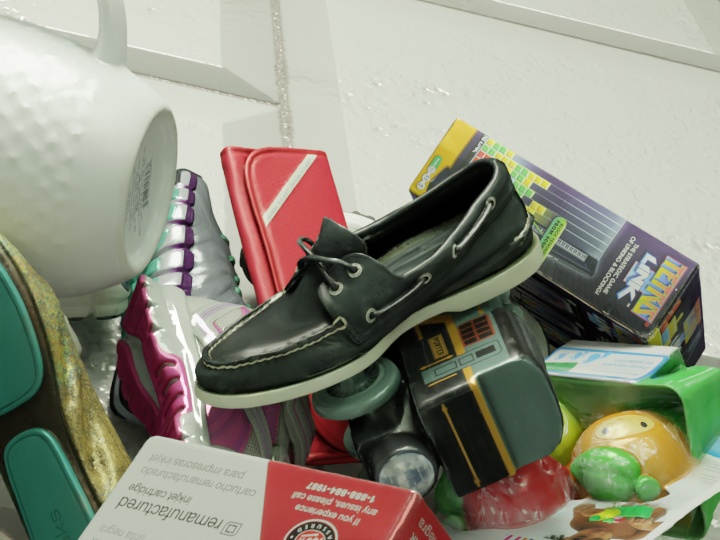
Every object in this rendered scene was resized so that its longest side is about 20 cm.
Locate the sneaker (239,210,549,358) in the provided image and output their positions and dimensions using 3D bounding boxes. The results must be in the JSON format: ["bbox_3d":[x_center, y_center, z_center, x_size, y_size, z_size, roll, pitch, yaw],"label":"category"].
[{"bbox_3d":[0.015,0.026,1.084,0.199,0.074,0.079,25,35,10],"label":"sneaker"}]

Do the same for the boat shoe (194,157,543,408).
[{"bbox_3d":[0.002,0.001,0.870,0.199,0.066,0.074,-23,28,-20],"label":"boat shoe"}]

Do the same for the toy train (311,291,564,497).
[{"bbox_3d":[0.033,0.047,0.925,0.113,0.086,0.200,-22,26,3],"label":"toy train"}]

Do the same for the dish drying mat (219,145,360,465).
[{"bbox_3d":[-0.025,0.017,1.034,0.077,0.018,0.201,2,60,-37],"label":"dish drying mat"}]

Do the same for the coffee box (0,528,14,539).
[{"bbox_3d":[-0.226,0.117,0.709,0.200,0.080,0.114,36,56,6],"label":"coffee box"}]

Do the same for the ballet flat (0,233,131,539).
[{"bbox_3d":[-0.150,0.064,0.853,0.071,0.071,0.201,-22,88,-49],"label":"ballet flat"}]

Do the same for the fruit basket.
[{"bbox_3d":[0.099,0.102,0.931,0.185,0.094,0.199,3,15,45],"label":"fruit basket"}]

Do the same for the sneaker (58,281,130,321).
[{"bbox_3d":[-0.170,-0.037,1.065,0.077,0.080,0.200,2,20,-23],"label":"sneaker"}]

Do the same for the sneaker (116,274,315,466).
[{"bbox_3d":[-0.060,0.087,0.889,0.088,0.081,0.201,0,55,-23],"label":"sneaker"}]

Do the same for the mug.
[{"bbox_3d":[-0.184,-0.082,0.910,0.174,0.201,0.148,12,9,8],"label":"mug"}]

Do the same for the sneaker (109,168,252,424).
[{"bbox_3d":[-0.091,0.024,1.042,0.087,0.075,0.201,21,39,-16],"label":"sneaker"}]

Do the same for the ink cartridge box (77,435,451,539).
[{"bbox_3d":[-0.063,0.170,0.646,0.144,0.084,0.200,6,52,40],"label":"ink cartridge box"}]

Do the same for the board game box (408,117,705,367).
[{"bbox_3d":[0.124,0.002,1.079,0.165,0.057,0.200,32,-7,18],"label":"board game box"}]
